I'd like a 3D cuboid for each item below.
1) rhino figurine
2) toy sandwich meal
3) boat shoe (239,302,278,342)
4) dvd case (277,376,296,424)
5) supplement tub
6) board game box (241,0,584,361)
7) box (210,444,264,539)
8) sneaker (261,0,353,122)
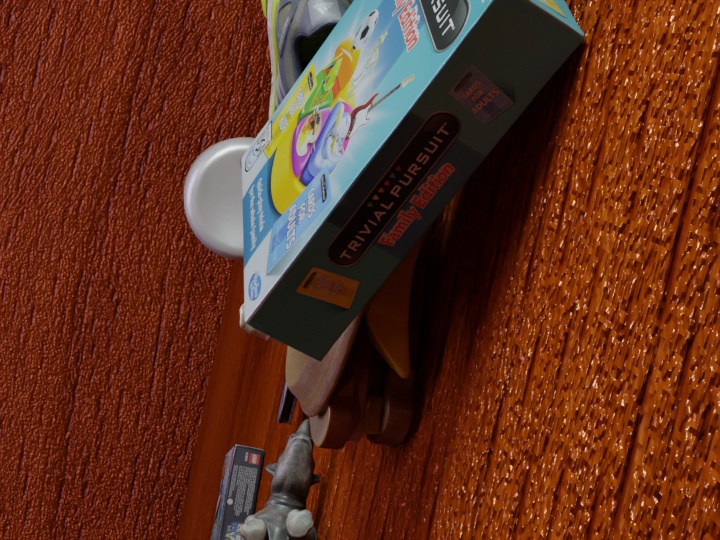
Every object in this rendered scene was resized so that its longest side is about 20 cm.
[{"bbox_3d":[-0.061,0.202,0.997,0.088,0.059,0.202,94,-174,-63],"label":"rhino figurine"},{"bbox_3d":[0.009,0.006,0.787,0.205,0.070,0.207,-165,90,-81],"label":"toy sandwich meal"},{"bbox_3d":[-0.072,-0.029,1.355,0.075,0.068,0.202,147,133,-78],"label":"boat shoe"},{"bbox_3d":[-0.045,0.034,1.187,0.200,0.016,0.150,108,174,-64],"label":"dvd case"},{"bbox_3d":[-0.146,-0.091,1.674,0.200,0.143,0.146,-144,65,-81],"label":"supplement tub"},{"bbox_3d":[0.013,-0.079,0.658,0.200,0.047,0.151,-52,25,25],"label":"board game box"},{"bbox_3d":[-0.148,0.304,1.536,0.110,0.034,0.202,128,152,-72],"label":"box"},{"bbox_3d":[-0.024,-0.104,0.872,0.081,0.073,0.201,-107,5,-48],"label":"sneaker"}]
